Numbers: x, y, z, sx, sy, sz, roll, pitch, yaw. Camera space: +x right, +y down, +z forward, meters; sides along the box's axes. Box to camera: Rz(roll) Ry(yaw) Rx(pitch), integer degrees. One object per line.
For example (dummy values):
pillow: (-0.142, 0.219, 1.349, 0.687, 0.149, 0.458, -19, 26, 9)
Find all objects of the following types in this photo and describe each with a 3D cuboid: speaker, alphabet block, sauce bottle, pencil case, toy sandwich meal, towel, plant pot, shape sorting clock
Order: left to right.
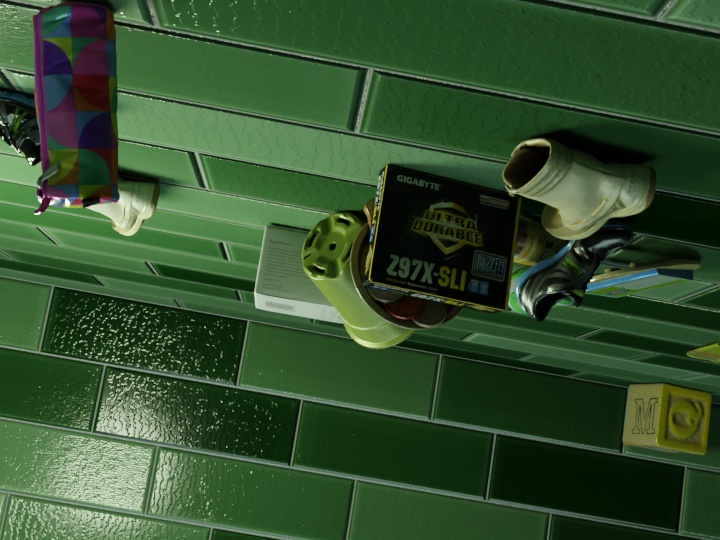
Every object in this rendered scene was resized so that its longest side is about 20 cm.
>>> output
pencil case: (-0.277, -0.156, 1.004, 0.087, 0.204, 0.088, -1, 180, 0)
plant pot: (0.000, 0.000, 1.722, 0.198, 0.203, 0.190, 1, 155, 38)
toy sandwich meal: (0.078, -0.019, 1.453, 0.201, 0.208, 0.070, 11, 154, -8)
speaker: (0.316, 0.027, 1.785, 0.087, 0.090, 0.200, 12, 170, -12)
sauce bottle: (0.282, -0.032, 1.552, 0.198, 0.067, 0.066, 12, 170, -36)
shape sorting clock: (0.427, 0.007, 1.608, 0.196, 0.040, 0.200, -6, 168, -1)
alphabet block: (0.972, 0.470, 3.282, 0.192, 0.200, 0.200, 10, 170, -16)
towel: (0.828, 0.191, 2.389, 0.084, 0.018, 0.200, 9, 170, 0)

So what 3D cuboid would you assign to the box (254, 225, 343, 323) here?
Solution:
box: (-0.095, 0.011, 1.950, 0.196, 0.133, 0.199, 10, 170, -3)

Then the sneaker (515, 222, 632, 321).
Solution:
sneaker: (0.310, 0.003, 1.472, 0.199, 0.084, 0.070, -40, 142, 27)

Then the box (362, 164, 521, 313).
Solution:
box: (0.110, -0.040, 1.395, 0.197, 0.163, 0.049, 12, 170, -13)

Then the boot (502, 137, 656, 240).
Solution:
boot: (0.230, -0.095, 1.223, 0.153, 0.074, 0.200, 13, 168, -20)

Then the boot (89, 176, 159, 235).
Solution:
boot: (-0.432, -0.120, 1.727, 0.152, 0.073, 0.199, 13, 164, -24)

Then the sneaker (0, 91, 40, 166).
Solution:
sneaker: (-0.441, -0.183, 1.353, 0.196, 0.084, 0.071, 10, 170, 1)
